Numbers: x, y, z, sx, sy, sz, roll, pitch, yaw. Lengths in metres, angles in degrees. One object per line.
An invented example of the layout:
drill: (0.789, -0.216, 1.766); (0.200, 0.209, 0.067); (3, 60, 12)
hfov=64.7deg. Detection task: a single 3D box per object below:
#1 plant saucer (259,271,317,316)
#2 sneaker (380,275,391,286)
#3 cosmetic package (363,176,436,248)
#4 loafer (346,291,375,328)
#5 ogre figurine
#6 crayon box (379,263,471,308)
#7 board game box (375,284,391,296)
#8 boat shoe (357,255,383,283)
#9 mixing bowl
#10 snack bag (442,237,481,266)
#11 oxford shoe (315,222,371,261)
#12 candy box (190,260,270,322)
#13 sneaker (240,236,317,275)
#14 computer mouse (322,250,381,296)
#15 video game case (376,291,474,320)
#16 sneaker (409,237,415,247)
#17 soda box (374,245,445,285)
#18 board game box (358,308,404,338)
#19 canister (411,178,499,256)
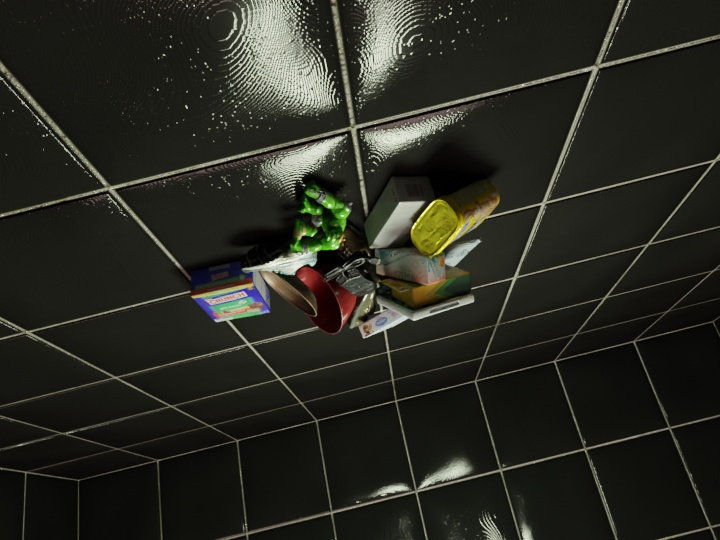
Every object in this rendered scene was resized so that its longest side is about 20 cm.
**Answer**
plant saucer: (-0.184, 0.044, 1.508); (0.037, 0.198, 0.202); (-50, 161, -17)
sneaker: (0.089, 0.039, 1.695); (0.070, 0.082, 0.201); (-24, 158, 1)
cosmetic package: (0.089, -0.136, 1.351); (0.099, 0.073, 0.201); (-4, 153, -24)
loafer: (0.009, 0.087, 1.616); (0.068, 0.077, 0.202); (-6, 145, -22)
ogre figurine: (-0.088, -0.111, 1.291); (0.116, 0.099, 0.205); (6, 116, -16)
crayon box: (0.161, 0.039, 1.416); (0.195, 0.053, 0.125); (-13, -164, -20)
board game box: (0.141, 0.041, 1.590); (0.133, 0.029, 0.198); (-31, 161, 24)
boat shoe: (0.027, 0.011, 1.640); (0.073, 0.076, 0.200); (-35, 172, -39)
mixing bowl: (-0.082, 0.057, 1.561); (0.107, 0.202, 0.201); (-33, 169, -34)
snack bag: (0.205, -0.033, 1.519); (0.183, 0.022, 0.200); (-12, 163, -19)
oxford shoe: (-0.037, -0.066, 1.418); (0.197, 0.087, 0.072); (15, 145, -44)
candy box: (-0.342, 0.058, 1.520); (0.164, 0.079, 0.201); (-11, 153, 1)
sneaker: (-0.195, -0.019, 1.395); (0.194, 0.078, 0.088); (-15, 130, -6)
computer mouse: (0.000, 0.000, 1.437); (0.138, 0.047, 0.199); (-29, 151, 22)
video game case: (0.160, 0.072, 1.445); (0.177, 0.024, 0.199); (-14, -165, -22)
sneaker: (0.184, -0.081, 1.507); (0.112, 0.077, 0.201); (-18, 158, 3)
soda box: (0.120, -0.017, 1.400); (0.062, 0.071, 0.197); (-14, -164, -36)
board game box: (0.120, 0.121, 1.651); (0.197, 0.042, 0.198); (-31, 170, 29)
canister: (0.225, -0.128, 1.331); (0.198, 0.087, 0.149); (-29, 164, -42)
